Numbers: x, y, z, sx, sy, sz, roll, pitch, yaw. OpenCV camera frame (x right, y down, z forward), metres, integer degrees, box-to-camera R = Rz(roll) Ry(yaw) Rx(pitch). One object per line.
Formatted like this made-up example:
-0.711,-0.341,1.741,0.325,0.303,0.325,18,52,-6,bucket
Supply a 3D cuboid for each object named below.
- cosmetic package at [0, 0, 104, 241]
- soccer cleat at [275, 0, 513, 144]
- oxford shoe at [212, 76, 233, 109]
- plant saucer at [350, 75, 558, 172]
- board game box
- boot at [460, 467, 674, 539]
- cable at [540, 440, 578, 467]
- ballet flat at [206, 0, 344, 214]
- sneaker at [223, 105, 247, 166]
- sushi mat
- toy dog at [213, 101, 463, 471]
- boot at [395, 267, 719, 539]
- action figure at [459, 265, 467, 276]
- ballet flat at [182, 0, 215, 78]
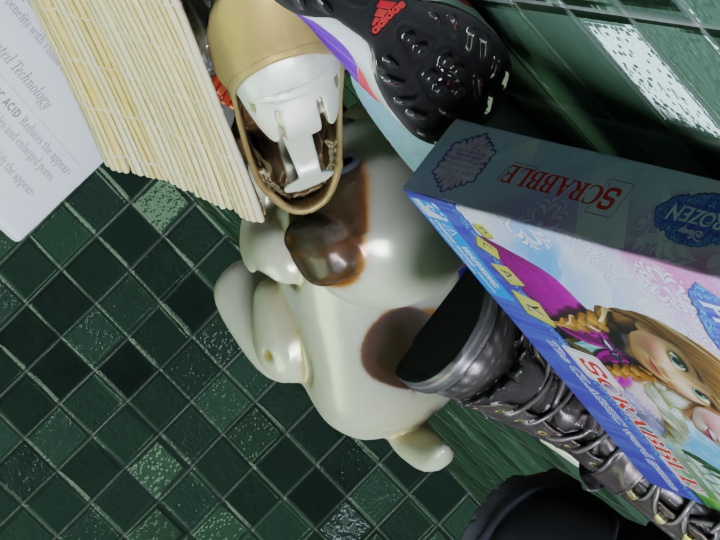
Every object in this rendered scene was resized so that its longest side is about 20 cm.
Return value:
-0.175,-0.161,1.256,0.165,0.200,0.165,43,175,30,cosmetic package
-0.010,-0.125,0.978,0.073,0.068,0.200,46,179,43,soccer cleat
-0.086,-0.158,1.441,0.200,0.071,0.073,42,-157,6,oxford shoe
0.078,-0.031,1.150,0.201,0.039,0.201,45,176,4,plant saucer
0.136,0.034,0.973,0.200,0.041,0.199,48,163,-31,board game box
0.152,0.169,1.223,0.199,0.066,0.165,29,-160,18,boot
0.183,0.139,1.583,0.200,0.050,0.097,44,179,22,cable
-0.029,-0.079,1.157,0.200,0.068,0.063,81,171,-73,ballet flat
-0.069,-0.105,1.608,0.200,0.080,0.115,51,180,13,sneaker
-0.104,-0.088,1.164,0.095,0.012,0.200,19,156,21,sushi mat
0.000,0.000,1.375,0.200,0.138,0.195,98,160,-59,toy dog
0.106,0.069,1.187,0.174,0.069,0.200,38,-174,1,boot
0.093,0.028,1.464,0.065,0.052,0.200,44,179,-35,action figure
-0.101,-0.124,1.166,0.072,0.072,0.200,42,169,31,ballet flat
